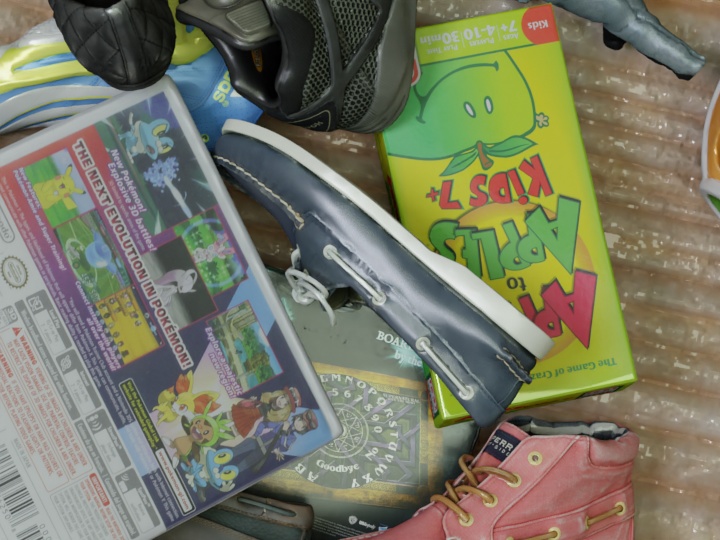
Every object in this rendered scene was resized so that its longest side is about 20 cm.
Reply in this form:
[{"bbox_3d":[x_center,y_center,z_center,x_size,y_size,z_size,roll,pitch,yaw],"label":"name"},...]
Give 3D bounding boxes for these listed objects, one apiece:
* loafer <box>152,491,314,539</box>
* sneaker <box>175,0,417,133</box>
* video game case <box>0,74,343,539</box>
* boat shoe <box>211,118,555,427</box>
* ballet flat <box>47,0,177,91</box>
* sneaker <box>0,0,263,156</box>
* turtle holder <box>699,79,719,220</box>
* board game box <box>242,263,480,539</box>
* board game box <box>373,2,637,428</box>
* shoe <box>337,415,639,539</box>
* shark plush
[{"bbox_3d":[-0.116,0.106,1.085,0.200,0.072,0.063,29,85,-17],"label":"loafer"},{"bbox_3d":[-0.027,-0.167,1.043,0.114,0.076,0.200,-3,101,-46],"label":"sneaker"},{"bbox_3d":[-0.129,0.031,1.039,0.182,0.023,0.200,-27,94,-19],"label":"video game case"},{"bbox_3d":[0.000,0.000,1.052,0.200,0.075,0.062,36,88,10],"label":"boat shoe"},{"bbox_3d":[-0.136,-0.168,1.054,0.066,0.057,0.200,-21,53,-13],"label":"ballet flat"},{"bbox_3d":[-0.111,-0.090,1.096,0.200,0.076,0.105,-28,96,-5],"label":"sneaker"},{"bbox_3d":[0.250,-0.056,1.115,0.132,0.186,0.141,-47,64,-3],"label":"turtle holder"},{"bbox_3d":[-0.038,0.070,1.133,0.200,0.028,0.135,20,90,-6],"label":"board game box"},{"bbox_3d":[0.069,-0.028,1.110,0.102,0.048,0.200,-11,81,-5],"label":"board game box"},{"bbox_3d":[0.058,0.123,1.099,0.200,0.071,0.091,0,98,-32],"label":"shoe"},{"bbox_3d":[0.089,-0.162,1.108,0.091,0.083,0.200,-37,95,-3],"label":"shark plush"}]
